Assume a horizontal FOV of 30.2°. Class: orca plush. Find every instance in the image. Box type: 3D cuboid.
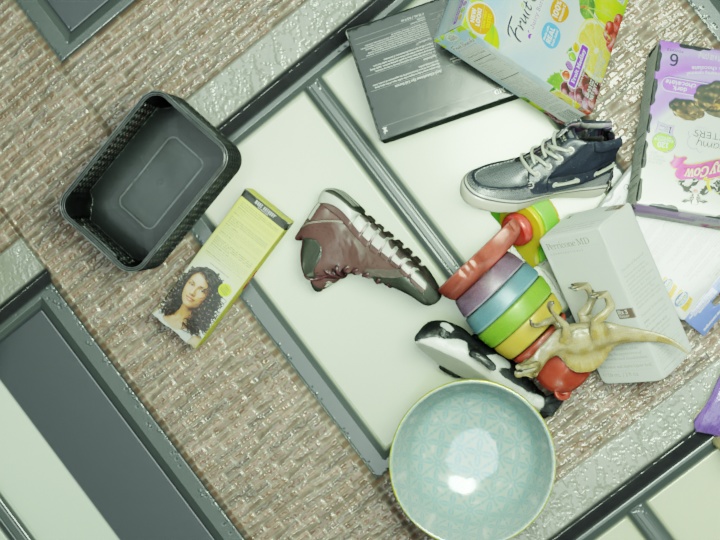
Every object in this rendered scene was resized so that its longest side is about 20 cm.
[{"bbox_3d":[0.165,0.103,1.634,0.199,0.105,0.072,24,71,4],"label":"orca plush"}]

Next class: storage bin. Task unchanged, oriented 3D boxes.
[{"bbox_3d":[-0.259,-0.110,1.659,0.135,0.094,0.200,41,97,3],"label":"storage bin"}]

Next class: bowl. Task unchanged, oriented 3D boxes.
[{"bbox_3d":[0.136,0.226,1.625,0.198,0.108,0.202,0,93,5],"label":"bowl"}]

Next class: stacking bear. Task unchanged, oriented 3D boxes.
[{"bbox_3d":[0.197,0.060,1.585,0.200,0.114,0.121,47,60,3],"label":"stacking bear"}]

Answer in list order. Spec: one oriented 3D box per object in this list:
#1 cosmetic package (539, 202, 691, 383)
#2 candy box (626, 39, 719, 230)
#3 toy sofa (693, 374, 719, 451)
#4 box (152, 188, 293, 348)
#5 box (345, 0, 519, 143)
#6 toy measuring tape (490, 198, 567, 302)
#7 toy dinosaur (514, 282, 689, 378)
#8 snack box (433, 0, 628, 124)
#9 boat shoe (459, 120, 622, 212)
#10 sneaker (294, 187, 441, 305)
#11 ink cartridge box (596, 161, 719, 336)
[{"bbox_3d":[0.302,0.029,1.576,0.074,0.101,0.201,-36,105,-35],"label":"cosmetic package"},{"bbox_3d":[0.413,-0.154,1.574,0.166,0.072,0.202,10,82,1],"label":"candy box"},{"bbox_3d":[0.484,0.131,1.598,0.097,0.083,0.201,26,95,3],"label":"toy sofa"},{"bbox_3d":[-0.172,-0.003,1.677,0.075,0.050,0.201,37,95,3],"label":"box"},{"bbox_3d":[0.099,-0.253,1.623,0.198,0.079,0.142,-18,88,6],"label":"box"},{"bbox_3d":[0.230,-0.032,1.618,0.073,0.074,0.200,-40,83,6],"label":"toy measuring tape"},{"bbox_3d":[0.266,0.068,1.522,0.198,0.058,0.102,-12,109,1],"label":"toy dinosaur"},{"bbox_3d":[0.202,-0.294,1.549,0.199,0.068,0.170,28,70,-22],"label":"snack box"},{"bbox_3d":[0.216,-0.131,1.576,0.198,0.093,0.075,-10,50,-21],"label":"boat shoe"},{"bbox_3d":[0.000,0.000,1.654,0.200,0.076,0.116,43,101,13],"label":"sneaker"},{"bbox_3d":[0.376,-0.028,1.623,0.200,0.042,0.120,40,97,6],"label":"ink cartridge box"}]
